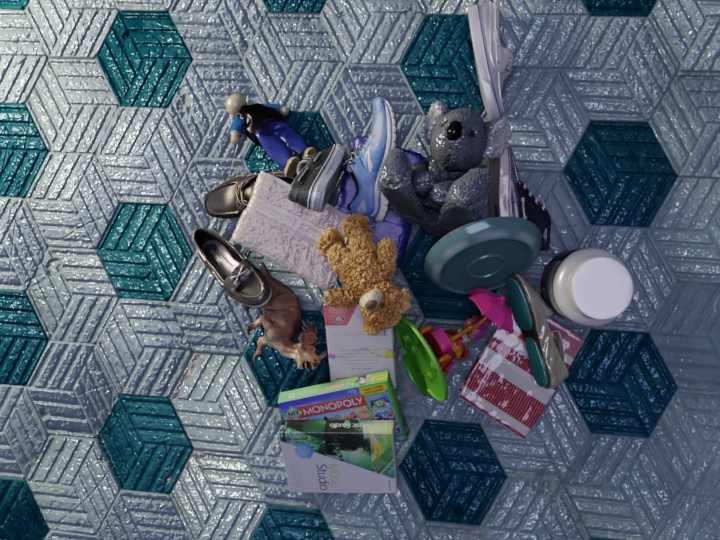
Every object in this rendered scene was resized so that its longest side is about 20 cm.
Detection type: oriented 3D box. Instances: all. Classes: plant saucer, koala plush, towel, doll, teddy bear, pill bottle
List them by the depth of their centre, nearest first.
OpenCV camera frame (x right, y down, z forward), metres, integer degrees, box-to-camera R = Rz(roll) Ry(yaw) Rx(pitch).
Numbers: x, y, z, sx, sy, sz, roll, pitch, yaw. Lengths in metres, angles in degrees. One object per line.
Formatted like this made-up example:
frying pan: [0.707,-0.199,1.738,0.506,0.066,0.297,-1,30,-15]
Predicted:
pill bottle: [0.358,0.025,1.036,0.116,0.200,0.123,0,90,6]
teddy bear: [0.000,0.000,1.046,0.141,0.067,0.205,-12,68,6]
plant saucer: [0.201,-0.015,1.062,0.195,0.201,0.028,-14,57,6]
koala plush: [0.145,-0.175,1.063,0.174,0.184,0.204,16,75,19]
towel: [-0.109,-0.066,1.114,0.197,0.034,0.135,26,92,-2]
towel: [0.276,0.169,1.137,0.142,0.023,0.203,31,95,4]
doll: [-0.170,-0.247,1.151,0.135,0.049,0.200,-33,66,-31]
towel: [0.030,-0.120,1.155,0.144,0.050,0.205,17,92,0]

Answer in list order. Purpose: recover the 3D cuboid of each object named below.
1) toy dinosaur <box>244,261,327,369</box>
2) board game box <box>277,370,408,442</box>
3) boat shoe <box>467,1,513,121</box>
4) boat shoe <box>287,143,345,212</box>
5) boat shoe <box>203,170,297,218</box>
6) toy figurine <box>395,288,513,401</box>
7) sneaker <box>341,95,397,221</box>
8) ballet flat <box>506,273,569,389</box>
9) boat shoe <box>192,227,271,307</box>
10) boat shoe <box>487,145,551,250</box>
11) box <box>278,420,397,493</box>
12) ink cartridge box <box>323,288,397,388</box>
toy dinosaur: [-0.132,0.086,1.158,0.132,0.086,0.205,-7,73,-4]
board game box: [-0.028,0.250,1.127,0.195,0.029,0.137,-13,119,13]
boat shoe: [0.228,-0.358,1.115,0.064,0.074,0.205,-10,90,11]
boat shoe: [-0.072,-0.167,1.091,0.069,0.201,0.073,18,120,1]
boat shoe: [-0.190,-0.142,1.163,0.195,0.073,0.076,-15,88,6]
toy figurine: [0.169,0.112,1.095,0.181,0.201,0.152,-28,66,-14]
sneaker: [0.014,-0.189,1.090,0.087,0.079,0.205,7,92,-1]
ballet flat: [0.299,0.096,1.098,0.061,0.067,0.205,-19,97,-16]
boat shoe: [-0.229,-0.007,1.133,0.067,0.057,0.199,-45,55,-9]
boat shoe: [0.271,-0.120,1.119,0.090,0.075,0.206,-3,92,-7]
box: [-0.035,0.322,1.132,0.195,0.037,0.147,-3,121,6]
ink cartridge box: [0.004,0.136,1.127,0.113,0.068,0.205,-1,110,7]
